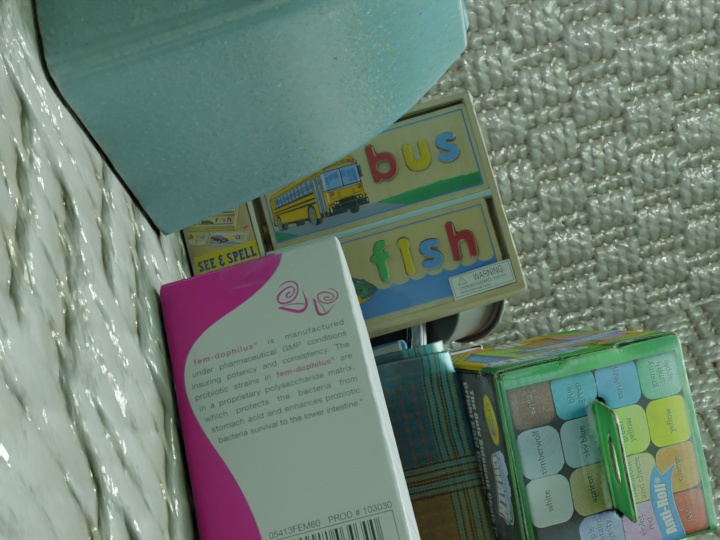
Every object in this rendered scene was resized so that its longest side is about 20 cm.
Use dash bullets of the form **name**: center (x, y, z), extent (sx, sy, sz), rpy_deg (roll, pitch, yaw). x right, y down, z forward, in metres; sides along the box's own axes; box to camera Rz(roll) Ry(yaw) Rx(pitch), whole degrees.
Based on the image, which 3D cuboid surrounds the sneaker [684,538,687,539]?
- **sneaker**: center (0.144, 0.194, 1.005), extent (0.131, 0.200, 0.080), rpy_deg (43, 20, -27)

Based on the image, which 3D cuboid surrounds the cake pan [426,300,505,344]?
- **cake pan**: center (0.024, -0.025, 0.989), extent (0.200, 0.037, 0.201), rpy_deg (38, -33, 31)

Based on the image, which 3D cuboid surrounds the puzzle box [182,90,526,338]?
- **puzzle box**: center (-0.008, -0.023, 0.836), extent (0.025, 0.199, 0.134), rpy_deg (63, 11, -79)

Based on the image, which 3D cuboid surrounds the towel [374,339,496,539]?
- **towel**: center (0.008, 0.150, 0.787), extent (0.022, 0.146, 0.201), rpy_deg (131, -54, -73)

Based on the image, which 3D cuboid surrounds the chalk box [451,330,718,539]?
- **chalk box**: center (0.132, 0.107, 0.824), extent (0.200, 0.123, 0.125), rpy_deg (176, -96, -75)

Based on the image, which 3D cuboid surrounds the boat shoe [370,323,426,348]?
- **boat shoe**: center (0.000, 0.000, 0.920), extent (0.068, 0.071, 0.201), rpy_deg (-101, 176, -69)

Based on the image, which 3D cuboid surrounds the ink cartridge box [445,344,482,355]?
- **ink cartridge box**: center (0.078, 0.172, 1.159), extent (0.176, 0.083, 0.201), rpy_deg (158, -81, -74)

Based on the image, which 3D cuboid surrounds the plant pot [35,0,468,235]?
- **plant pot**: center (-0.052, -0.164, 0.707), extent (0.196, 0.199, 0.197), rpy_deg (68, 8, -68)

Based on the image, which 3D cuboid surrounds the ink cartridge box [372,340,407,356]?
- **ink cartridge box**: center (-0.001, 0.140, 0.969), extent (0.200, 0.115, 0.068), rpy_deg (71, 5, -56)

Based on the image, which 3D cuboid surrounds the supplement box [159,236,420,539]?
- **supplement box**: center (-0.031, 0.099, 0.694), extent (0.103, 0.101, 0.201), rpy_deg (71, 5, -61)
